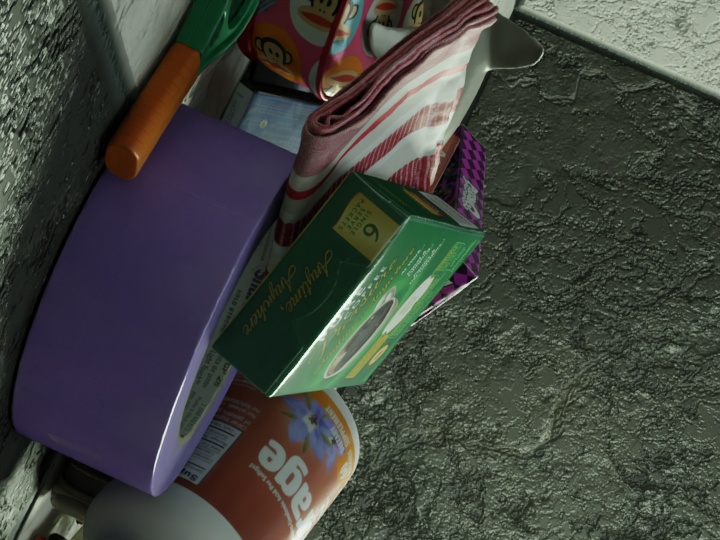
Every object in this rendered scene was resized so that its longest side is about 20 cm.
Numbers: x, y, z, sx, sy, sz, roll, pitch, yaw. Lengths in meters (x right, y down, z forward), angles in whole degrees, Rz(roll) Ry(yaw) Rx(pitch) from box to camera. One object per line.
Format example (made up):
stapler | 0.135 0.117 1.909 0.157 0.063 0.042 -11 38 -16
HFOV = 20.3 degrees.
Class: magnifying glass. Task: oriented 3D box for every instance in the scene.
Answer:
magnifying glass | -0.082 -0.122 1.046 0.080 0.022 0.200 109 8 -51

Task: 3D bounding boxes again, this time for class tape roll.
tape roll | -0.105 0.015 1.087 0.200 0.085 0.200 25 90 -85

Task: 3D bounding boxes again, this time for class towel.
towel | 0.004 -0.053 1.094 0.144 0.023 0.200 -41 163 -31

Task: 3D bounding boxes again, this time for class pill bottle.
pill bottle | -0.091 0.144 1.186 0.200 0.112 0.112 -50 165 -45

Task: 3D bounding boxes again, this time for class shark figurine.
shark figurine | 0.060 -0.146 1.139 0.128 0.089 0.215 -50 152 -24

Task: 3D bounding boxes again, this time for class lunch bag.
lunch bag | 0.021 -0.194 1.202 0.200 0.082 0.176 -11 126 -61

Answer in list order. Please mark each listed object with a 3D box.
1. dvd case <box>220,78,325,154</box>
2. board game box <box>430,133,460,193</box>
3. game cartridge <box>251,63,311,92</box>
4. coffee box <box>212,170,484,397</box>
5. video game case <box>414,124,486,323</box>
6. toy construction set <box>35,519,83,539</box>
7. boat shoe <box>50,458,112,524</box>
dvd case | -0.065 -0.019 1.242 0.143 0.018 0.200 6 116 -51
board game box | 0.000 0.000 1.330 0.200 0.019 0.103 -61 -170 -33
game cartridge | -0.015 -0.201 1.316 0.200 0.041 0.133 -67 171 17
coffee box | -0.001 0.008 1.102 0.123 0.044 0.200 -51 168 9
video game case | 0.015 -0.008 1.529 0.181 0.036 0.200 -34 -158 23
toy construction set | -0.178 0.215 1.308 0.200 0.092 0.131 -79 -170 -60
boat shoe | -0.135 0.112 1.300 0.200 0.074 0.073 -51 165 -77
